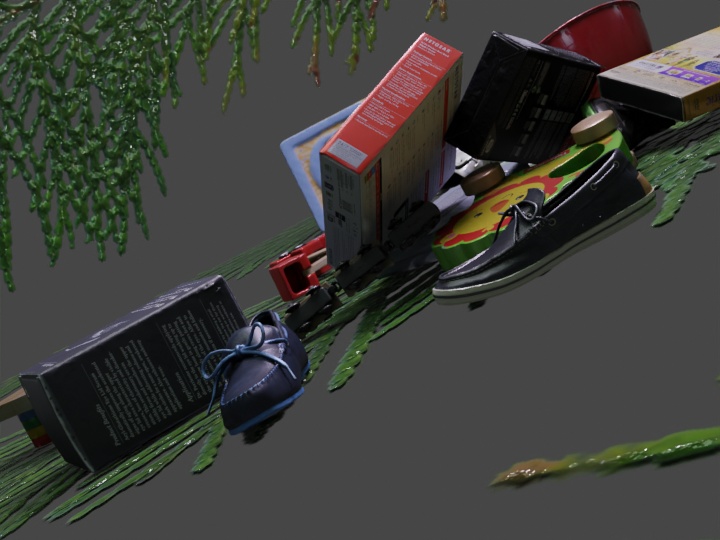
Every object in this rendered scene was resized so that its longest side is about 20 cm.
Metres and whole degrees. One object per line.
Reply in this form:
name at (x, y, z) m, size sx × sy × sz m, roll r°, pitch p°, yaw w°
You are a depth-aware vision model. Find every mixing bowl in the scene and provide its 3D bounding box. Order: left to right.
mixing bowl at (0.286, -0.223, 1.539) m, size 0.199 × 0.109 × 0.200 m, roll -27°, pitch -18°, yaw -9°

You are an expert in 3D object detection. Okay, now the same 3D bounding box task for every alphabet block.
alphabet block at (-0.008, -0.213, 2.390) m, size 0.196 × 0.196 × 0.200 m, roll -23°, pitch 7°, yaw 20°

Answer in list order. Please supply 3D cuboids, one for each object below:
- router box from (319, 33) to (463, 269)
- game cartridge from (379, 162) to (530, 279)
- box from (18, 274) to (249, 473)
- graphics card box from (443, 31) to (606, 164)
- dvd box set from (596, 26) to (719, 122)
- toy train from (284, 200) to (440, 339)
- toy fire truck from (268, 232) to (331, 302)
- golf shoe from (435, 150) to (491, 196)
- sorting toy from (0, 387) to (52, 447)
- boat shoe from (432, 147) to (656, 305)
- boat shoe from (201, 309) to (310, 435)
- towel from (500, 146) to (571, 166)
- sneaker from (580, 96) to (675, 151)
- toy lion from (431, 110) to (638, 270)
router box at (0.033, -0.108, 1.272) m, size 0.180 × 0.049 × 0.200 m, roll -51°, pitch -20°, yaw -25°
game cartridge at (0.107, -0.059, 1.395) m, size 0.133 × 0.041 × 0.200 m, roll -25°, pitch 11°, yaw 47°
box at (-0.212, 0.097, 1.214) m, size 0.199 × 0.105 × 0.148 m, roll -30°, pitch 8°, yaw -20°
graphics card box at (0.179, -0.178, 1.338) m, size 0.200 × 0.051 × 0.126 m, roll -6°, pitch -55°, yaw -56°
dvd box set at (0.370, -0.213, 1.314) m, size 0.199 × 0.030 × 0.146 m, roll -23°, pitch 26°, yaw -18°
toy train at (0.000, 0.000, 1.249) m, size 0.200 × 0.034 × 0.046 m, roll -39°, pitch -12°, yaw 10°
toy fire truck at (-0.052, -0.018, 1.693) m, size 0.200 × 0.049 × 0.141 m, roll -30°, pitch 8°, yaw -29°
golf shoe at (0.184, -0.166, 1.881) m, size 0.200 × 0.078 × 0.097 m, roll -30°, pitch 21°, yaw 33°
sorting toy at (-0.305, 0.131, 1.476) m, size 0.198 × 0.070 × 0.200 m, roll -22°, pitch 9°, yaw 39°
boat shoe at (0.141, -0.033, 1.006) m, size 0.199 × 0.062 × 0.075 m, roll -29°, pitch 9°, yaw -4°
boat shoe at (-0.090, 0.079, 1.022) m, size 0.084 × 0.069 × 0.200 m, roll -27°, pitch 7°, yaw 1°
towel at (0.185, -0.116, 1.584) m, size 0.149 × 0.031 × 0.200 m, roll -25°, pitch 7°, yaw 23°
sneaker at (0.300, -0.174, 1.378) m, size 0.084 × 0.077 × 0.200 m, roll -28°, pitch 7°, yaw 31°
toy lion at (0.164, -0.067, 1.203) m, size 0.199 × 0.069 × 0.192 m, roll -25°, pitch 14°, yaw 18°
